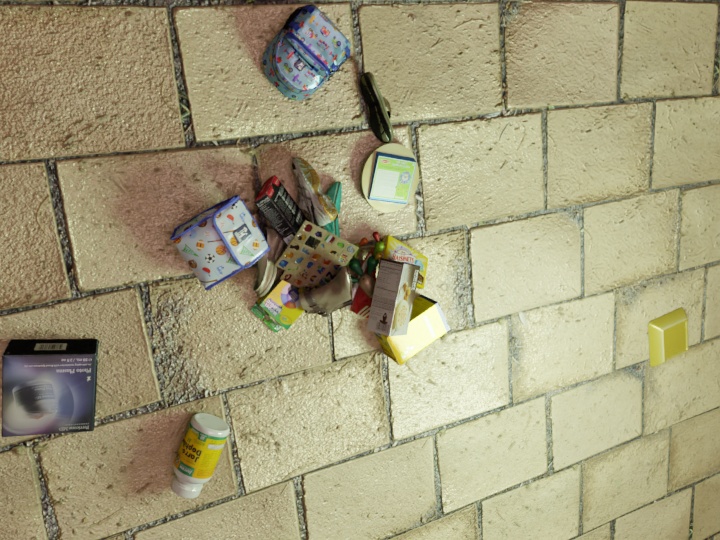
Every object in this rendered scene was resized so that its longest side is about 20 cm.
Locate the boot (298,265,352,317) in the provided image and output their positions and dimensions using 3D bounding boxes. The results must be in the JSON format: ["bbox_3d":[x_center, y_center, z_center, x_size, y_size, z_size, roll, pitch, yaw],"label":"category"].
[{"bbox_3d":[-0.095,0.062,1.545,0.144,0.071,0.201,-9,144,-4],"label":"boot"}]

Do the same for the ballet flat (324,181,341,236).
[{"bbox_3d":[-0.090,-0.155,1.603,0.069,0.067,0.204,0,81,8],"label":"ballet flat"}]

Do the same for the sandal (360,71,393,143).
[{"bbox_3d":[0.058,-0.461,1.609,0.057,0.079,0.204,-28,111,-31],"label":"sandal"}]

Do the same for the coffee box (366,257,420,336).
[{"bbox_3d":[0.094,0.075,1.596,0.114,0.079,0.203,8,94,-60],"label":"coffee box"}]

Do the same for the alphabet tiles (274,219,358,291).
[{"bbox_3d":[-0.126,-0.026,1.521,0.166,0.008,0.201,25,122,-23],"label":"alphabet tiles"}]

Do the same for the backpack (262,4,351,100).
[{"bbox_3d":[-0.146,-0.549,1.468,0.182,0.134,0.201,43,85,-24],"label":"backpack"}]

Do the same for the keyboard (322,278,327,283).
[{"bbox_3d":[-0.140,-0.027,1.621,0.011,0.057,0.200,-29,118,29],"label":"keyboard"}]

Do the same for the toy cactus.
[{"bbox_3d":[0.000,0.000,1.603,0.199,0.102,0.166,-35,98,-2],"label":"toy cactus"}]

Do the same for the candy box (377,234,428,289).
[{"bbox_3d":[0.131,-0.023,1.709,0.199,0.026,0.104,25,66,-42],"label":"candy box"}]

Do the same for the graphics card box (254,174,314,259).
[{"bbox_3d":[-0.197,-0.143,1.529,0.050,0.126,0.201,-29,115,18],"label":"graphics card box"}]

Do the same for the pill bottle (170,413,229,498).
[{"bbox_3d":[-0.443,0.506,1.558,0.112,0.113,0.203,22,92,-26],"label":"pill bottle"}]

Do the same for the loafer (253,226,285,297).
[{"bbox_3d":[-0.260,-0.030,1.557,0.067,0.075,0.203,19,83,-24],"label":"loafer"}]

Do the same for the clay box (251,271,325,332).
[{"bbox_3d":[-0.203,0.075,1.614,0.201,0.047,0.115,-49,115,-9],"label":"clay box"}]

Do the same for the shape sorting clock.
[{"bbox_3d":[0.088,-0.272,1.677,0.197,0.039,0.203,-12,115,-26],"label":"shape sorting clock"}]

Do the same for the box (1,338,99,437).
[{"bbox_3d":[-0.742,0.279,1.375,0.197,0.123,0.202,2,101,-24],"label":"box"}]

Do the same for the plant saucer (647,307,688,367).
[{"bbox_3d":[1.255,0.276,2.303,0.197,0.048,0.203,-18,107,-19],"label":"plant saucer"}]

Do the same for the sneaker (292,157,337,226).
[{"bbox_3d":[-0.146,-0.209,1.556,0.075,0.087,0.202,-16,76,-57],"label":"sneaker"}]

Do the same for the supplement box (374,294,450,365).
[{"bbox_3d":[0.156,0.181,1.761,0.198,0.109,0.111,-32,111,-14],"label":"supplement box"}]

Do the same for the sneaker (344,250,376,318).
[{"bbox_3d":[0.041,0.045,1.675,0.114,0.078,0.202,26,103,10],"label":"sneaker"}]

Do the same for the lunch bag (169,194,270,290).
[{"bbox_3d":[-0.353,-0.075,1.456,0.198,0.124,0.172,-29,114,0],"label":"lunch bag"}]
